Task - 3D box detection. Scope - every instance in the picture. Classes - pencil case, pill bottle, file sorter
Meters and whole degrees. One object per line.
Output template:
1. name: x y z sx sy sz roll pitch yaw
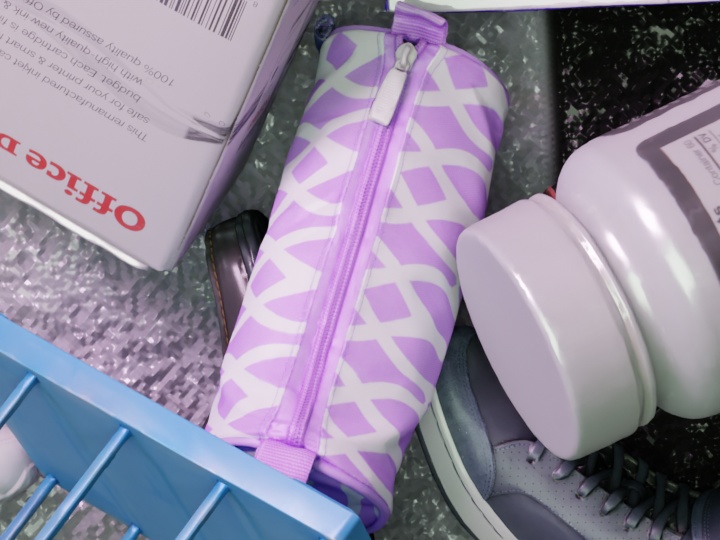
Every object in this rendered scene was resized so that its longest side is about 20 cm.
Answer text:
1. pencil case: 0.000 0.000 1.121 0.084 0.086 0.201 15 69 -2
2. pill bottle: 0.144 -0.014 1.103 0.199 0.113 0.113 -25 93 -12
3. file sorter: -0.094 0.124 1.085 0.200 0.139 0.123 26 70 29

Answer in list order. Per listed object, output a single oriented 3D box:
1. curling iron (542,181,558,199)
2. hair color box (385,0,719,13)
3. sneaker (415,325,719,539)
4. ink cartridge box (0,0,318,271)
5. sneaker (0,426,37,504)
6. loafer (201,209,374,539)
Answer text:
1. curling iron: 0.071 -0.029 1.185 0.199 0.026 0.050 -27 96 9
2. hair color box: 0.109 -0.158 1.147 0.199 0.065 0.110 -1 96 9
3. sneaker: 0.120 0.084 1.148 0.146 0.077 0.203 -29 102 32
4. ink cartridge box: -0.092 -0.118 1.122 0.146 0.083 0.200 30 134 3
5. sneaker: -0.226 0.045 1.209 0.199 0.078 0.100 11 94 5
6. loafer: -0.043 0.077 1.191 0.072 0.073 0.201 -10 94 13
